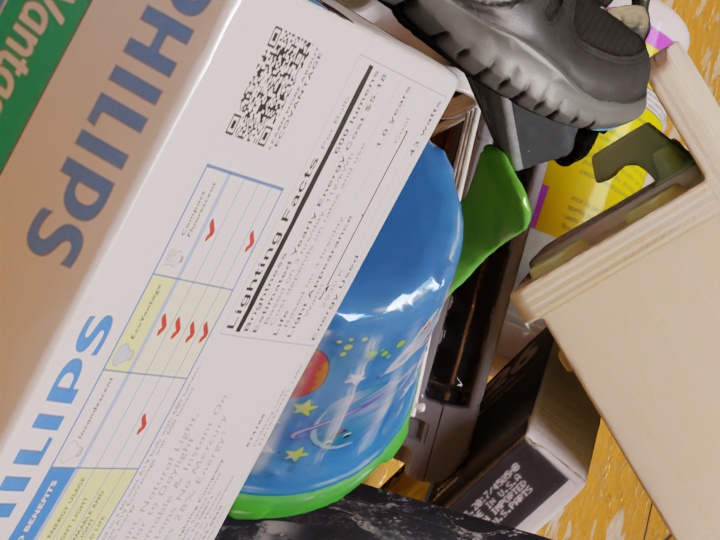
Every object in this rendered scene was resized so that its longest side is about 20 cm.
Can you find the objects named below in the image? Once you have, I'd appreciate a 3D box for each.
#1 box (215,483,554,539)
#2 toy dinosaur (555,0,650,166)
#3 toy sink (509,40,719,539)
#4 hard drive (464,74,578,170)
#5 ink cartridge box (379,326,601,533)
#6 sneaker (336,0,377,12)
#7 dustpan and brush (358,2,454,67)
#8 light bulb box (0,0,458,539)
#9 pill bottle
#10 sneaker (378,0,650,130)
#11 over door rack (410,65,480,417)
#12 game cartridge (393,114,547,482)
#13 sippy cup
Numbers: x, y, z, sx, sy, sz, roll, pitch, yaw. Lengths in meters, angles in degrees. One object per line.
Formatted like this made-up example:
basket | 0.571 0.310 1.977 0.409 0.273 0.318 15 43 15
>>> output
box | -0.046 0.161 1.011 0.200 0.196 0.118 -33 135 -63
toy dinosaur | 0.113 -0.109 1.209 0.200 0.047 0.088 101 6 -73
toy sink | 0.141 0.014 1.184 0.200 0.112 0.130 59 11 -2
hard drive | 0.037 -0.154 0.981 0.200 0.033 0.140 76 -4 -46
ink cartridge box | 0.039 0.109 1.277 0.198 0.047 0.200 -46 -172 23
sneaker | -0.003 -0.133 0.979 0.071 0.073 0.200 60 6 -8
dustpan and brush | 0.020 -0.128 1.202 0.200 0.057 0.140 -60 164 -53
light bulb box | -0.090 -0.014 0.800 0.199 0.125 0.200 -62 162 4
pill bottle | 0.092 -0.047 1.372 0.104 0.104 0.201 45 62 -69
sneaker | 0.037 -0.109 0.870 0.200 0.073 0.082 27 97 -42
over door rack | 0.000 0.000 1.172 0.200 0.066 0.148 123 -19 -78
game cartridge | 0.052 -0.018 1.225 0.133 0.041 0.201 -74 179 -73
sippy cup | -0.026 0.003 0.968 0.178 0.139 0.130 -62 -177 -34
